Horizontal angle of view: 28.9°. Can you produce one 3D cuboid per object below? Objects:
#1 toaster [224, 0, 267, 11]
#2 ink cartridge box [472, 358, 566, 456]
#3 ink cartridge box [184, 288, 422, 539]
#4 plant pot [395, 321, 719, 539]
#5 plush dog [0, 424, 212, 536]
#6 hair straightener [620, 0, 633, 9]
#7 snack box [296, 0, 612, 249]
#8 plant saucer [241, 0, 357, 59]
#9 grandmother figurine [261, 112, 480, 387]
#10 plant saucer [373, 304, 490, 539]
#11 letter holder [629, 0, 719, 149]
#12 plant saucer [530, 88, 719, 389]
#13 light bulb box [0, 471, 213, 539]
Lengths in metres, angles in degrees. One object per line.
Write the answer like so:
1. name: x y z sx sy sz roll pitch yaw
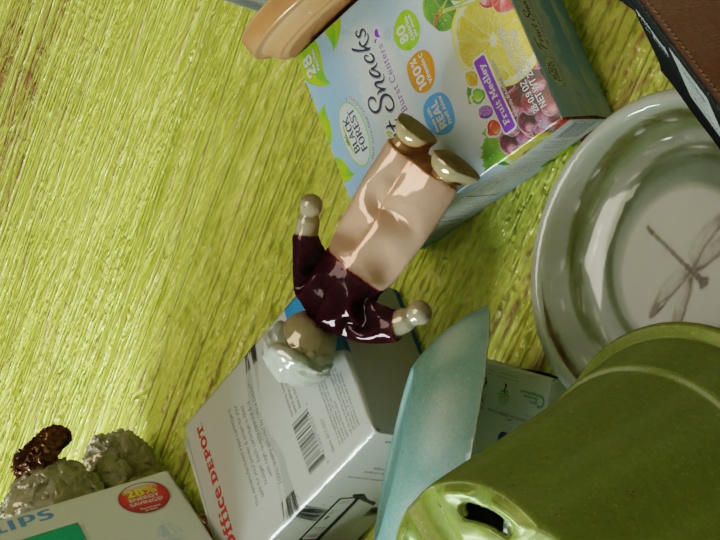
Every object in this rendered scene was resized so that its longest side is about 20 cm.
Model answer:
1. toaster: -0.048 -0.318 1.161 0.180 0.118 0.201 -33 53 43
2. ink cartridge box: 0.088 0.162 0.918 0.099 0.039 0.202 13 89 57
3. ink cartridge box: -0.036 0.123 1.053 0.200 0.084 0.147 -49 47 33
4. plant pot: 0.121 0.143 0.719 0.199 0.189 0.202 15 110 45
5. plush dog: -0.228 0.224 1.196 0.160 0.171 0.202 -16 67 48
6. hair straightener: 0.198 -0.194 0.891 0.077 0.041 0.200 -61 36 19
7. snack box: 0.059 -0.130 0.989 0.200 0.067 0.170 -36 68 42
8. plant saucer: 0.001 -0.216 1.037 0.200 0.200 0.032 -36 90 41
9. grandmother figurine: 0.000 0.000 0.947 0.121 0.060 0.201 47 111 29
10. plant saucer: 0.038 0.116 0.855 0.201 0.038 0.203 13 -90 -90
11. letter holder: 0.247 -0.102 0.707 0.142 0.101 0.201 -33 54 10
12. plant saucer: 0.188 -0.005 0.833 0.199 0.050 0.202 -18 66 47
13. light bulb box: -0.210 0.292 1.078 0.125 0.197 0.201 41 138 52
